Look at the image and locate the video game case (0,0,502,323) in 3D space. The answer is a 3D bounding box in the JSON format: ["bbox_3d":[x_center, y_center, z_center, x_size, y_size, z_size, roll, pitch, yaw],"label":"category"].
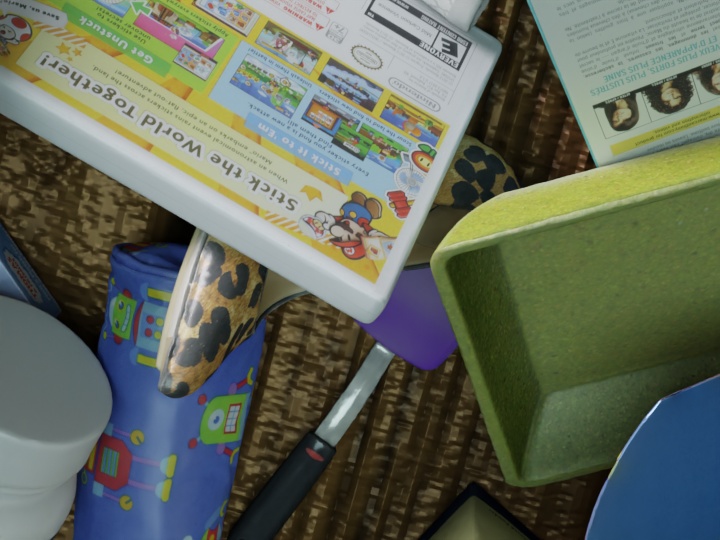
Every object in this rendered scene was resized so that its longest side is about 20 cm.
[{"bbox_3d":[-0.049,-0.091,0.716,0.199,0.183,0.023,30,137,-4],"label":"video game case"}]

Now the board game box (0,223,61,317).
[{"bbox_3d":[-0.273,0.015,0.817,0.199,0.037,0.152,-33,99,9],"label":"board game box"}]

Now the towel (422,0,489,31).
[{"bbox_3d":[0.000,-0.199,0.678,0.190,0.200,0.032,33,65,-1],"label":"towel"}]

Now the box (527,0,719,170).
[{"bbox_3d":[0.128,-0.088,0.699,0.081,0.050,0.200,-19,143,12],"label":"box"}]

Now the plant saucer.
[{"bbox_3d":[0.142,0.009,0.745,0.198,0.048,0.201,-15,141,7],"label":"plant saucer"}]

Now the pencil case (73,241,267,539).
[{"bbox_3d":[-0.092,0.085,0.801,0.078,0.086,0.202,21,107,41],"label":"pencil case"}]

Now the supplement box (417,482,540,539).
[{"bbox_3d":[0.037,0.243,0.767,0.134,0.200,0.200,40,102,-6],"label":"supplement box"}]

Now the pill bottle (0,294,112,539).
[{"bbox_3d":[-0.204,0.115,0.775,0.113,0.114,0.201,33,117,-4],"label":"pill bottle"}]

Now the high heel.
[{"bbox_3d":[0.000,0.000,0.726,0.141,0.201,0.072,25,140,1],"label":"high heel"}]

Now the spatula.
[{"bbox_3d":[-0.009,0.070,0.822,0.056,0.021,0.201,35,103,-6],"label":"spatula"}]

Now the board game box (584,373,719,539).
[{"bbox_3d":[0.173,0.094,0.761,0.198,0.039,0.159,-21,125,-22],"label":"board game box"}]
